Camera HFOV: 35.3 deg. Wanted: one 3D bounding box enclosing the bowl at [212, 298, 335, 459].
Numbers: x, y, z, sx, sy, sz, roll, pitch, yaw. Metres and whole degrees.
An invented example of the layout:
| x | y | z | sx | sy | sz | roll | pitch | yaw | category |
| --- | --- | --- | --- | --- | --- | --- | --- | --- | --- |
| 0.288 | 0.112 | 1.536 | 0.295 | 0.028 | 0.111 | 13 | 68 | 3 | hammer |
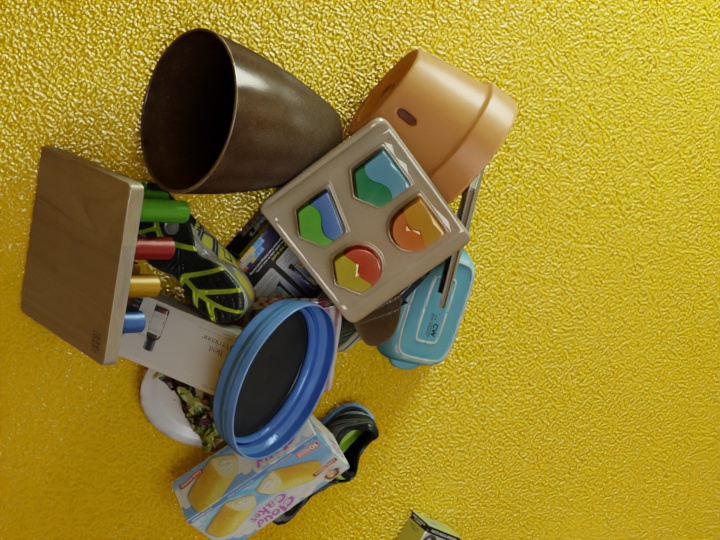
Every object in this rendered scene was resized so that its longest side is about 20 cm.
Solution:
| x | y | z | sx | sy | sz | roll | pitch | yaw | category |
| --- | --- | --- | --- | --- | --- | --- | --- | --- | --- |
| -0.102 | 0.126 | 1.348 | 0.201 | 0.039 | 0.201 | -42 | 145 | -40 | bowl |

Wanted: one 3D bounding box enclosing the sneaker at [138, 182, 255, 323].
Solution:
| x | y | z | sx | sy | sz | roll | pitch | yaw | category |
| --- | --- | --- | --- | --- | --- | --- | --- | --- | --- |
| -0.203 | -0.019 | 1.359 | 0.075 | 0.076 | 0.200 | -39 | 83 | 15 | sneaker |

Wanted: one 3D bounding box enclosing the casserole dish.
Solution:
| x | y | z | sx | sy | sz | roll | pitch | yaw | category |
| --- | --- | --- | --- | --- | --- | --- | --- | --- | --- |
| 0.097 | 0.050 | 1.585 | 0.121 | 0.039 | 0.201 | 13 | 100 | -30 | casserole dish |

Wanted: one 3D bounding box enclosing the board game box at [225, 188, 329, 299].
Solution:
| x | y | z | sx | sy | sz | roll | pitch | yaw | category |
| --- | --- | --- | --- | --- | --- | --- | --- | --- | --- |
| -0.077 | -0.013 | 1.463 | 0.200 | 0.057 | 0.165 | -49 | 123 | -6 | board game box |

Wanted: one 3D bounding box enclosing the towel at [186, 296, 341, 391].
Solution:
| x | y | z | sx | sy | sz | roll | pitch | yaw | category |
| --- | --- | --- | --- | --- | --- | --- | --- | --- | --- |
| -0.125 | 0.100 | 1.435 | 0.199 | 0.030 | 0.147 | 0 | 126 | -10 | towel |

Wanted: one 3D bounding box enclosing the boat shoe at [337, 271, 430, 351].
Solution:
| x | y | z | sx | sy | sz | roll | pitch | yaw | category |
| --- | --- | --- | --- | --- | --- | --- | --- | --- | --- |
| 0.031 | 0.033 | 1.519 | 0.200 | 0.075 | 0.062 | -51 | 132 | 5 | boat shoe |

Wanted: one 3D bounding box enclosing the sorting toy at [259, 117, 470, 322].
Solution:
| x | y | z | sx | sy | sz | roll | pitch | yaw | category |
| --- | --- | --- | --- | --- | --- | --- | --- | --- | --- |
| 0.008 | -0.054 | 1.352 | 0.185 | 0.036 | 0.200 | -35 | 111 | 8 | sorting toy |

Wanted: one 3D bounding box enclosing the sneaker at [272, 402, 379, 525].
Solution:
| x | y | z | sx | sy | sz | roll | pitch | yaw | category |
| --- | --- | --- | --- | --- | --- | --- | --- | --- | --- |
| -0.055 | 0.267 | 1.546 | 0.200 | 0.083 | 0.071 | -45 | 125 | -7 | sneaker |

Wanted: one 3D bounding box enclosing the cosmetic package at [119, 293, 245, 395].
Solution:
| x | y | z | sx | sy | sz | roll | pitch | yaw | category |
| --- | --- | --- | --- | --- | --- | --- | --- | --- | --- |
| -0.228 | 0.079 | 1.349 | 0.199 | 0.051 | 0.083 | 21 | 98 | 9 | cosmetic package |

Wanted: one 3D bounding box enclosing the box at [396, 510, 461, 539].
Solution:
| x | y | z | sx | sy | sz | roll | pitch | yaw | category |
| --- | --- | --- | --- | --- | --- | --- | --- | --- | --- |
| 0.067 | 0.465 | 1.692 | 0.075 | 0.050 | 0.200 | 30 | 91 | -33 | box |

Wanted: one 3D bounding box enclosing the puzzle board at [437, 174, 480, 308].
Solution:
| x | y | z | sx | sy | sz | roll | pitch | yaw | category |
| --- | --- | --- | --- | --- | --- | --- | --- | --- | --- |
| 0.136 | -0.071 | 1.472 | 0.017 | 0.151 | 0.200 | 16 | 132 | 6 | puzzle board |

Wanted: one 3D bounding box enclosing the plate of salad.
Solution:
| x | y | z | sx | sy | sz | roll | pitch | yaw | category |
| --- | --- | --- | --- | --- | --- | --- | --- | --- | --- |
| -0.177 | 0.161 | 1.429 | 0.199 | 0.048 | 0.201 | -5 | 129 | -6 | plate of salad |

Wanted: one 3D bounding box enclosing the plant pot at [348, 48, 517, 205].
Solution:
| x | y | z | sx | sy | sz | roll | pitch | yaw | category |
| --- | --- | --- | --- | --- | --- | --- | --- | --- | --- |
| 0.079 | -0.182 | 1.426 | 0.140 | 0.200 | 0.200 | 39 | 86 | -14 | plant pot |

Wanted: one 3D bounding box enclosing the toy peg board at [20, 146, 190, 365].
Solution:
| x | y | z | sx | sy | sz | roll | pitch | yaw | category |
| --- | --- | --- | --- | --- | --- | --- | --- | --- | --- |
| -0.284 | -0.021 | 1.280 | 0.098 | 0.200 | 0.200 | 0 | 106 | -43 | toy peg board |

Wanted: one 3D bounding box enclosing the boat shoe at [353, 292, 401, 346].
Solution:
| x | y | z | sx | sy | sz | roll | pitch | yaw | category |
| --- | --- | --- | --- | --- | --- | --- | --- | --- | --- |
| 0.000 | 0.000 | 1.438 | 0.071 | 0.064 | 0.201 | -22 | 116 | -21 | boat shoe |

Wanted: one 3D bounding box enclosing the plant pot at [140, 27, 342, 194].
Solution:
| x | y | z | sx | sy | sz | roll | pitch | yaw | category |
| --- | --- | --- | --- | --- | --- | --- | --- | --- | --- |
| -0.125 | -0.169 | 1.334 | 0.200 | 0.187 | 0.188 | 8 | 102 | -44 | plant pot |

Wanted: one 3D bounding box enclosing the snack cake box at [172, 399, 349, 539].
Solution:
| x | y | z | sx | sy | sz | roll | pitch | yaw | category |
| --- | --- | --- | --- | --- | --- | --- | --- | --- | --- |
| -0.128 | 0.267 | 1.473 | 0.200 | 0.067 | 0.115 | -35 | 139 | 2 | snack cake box |
